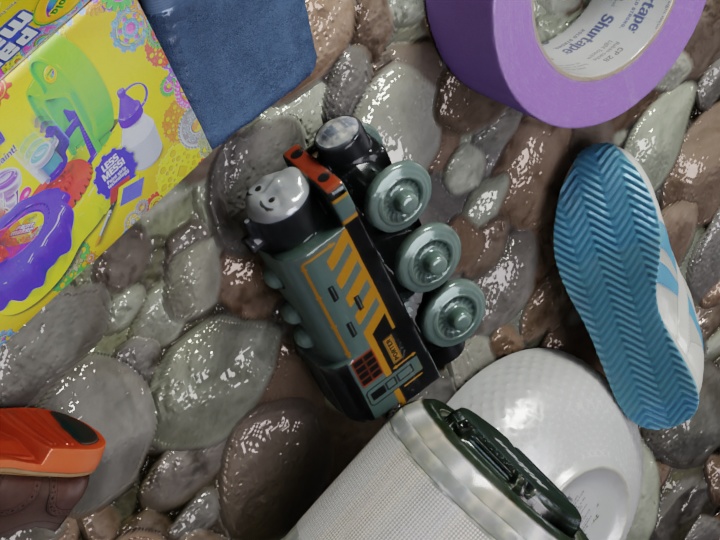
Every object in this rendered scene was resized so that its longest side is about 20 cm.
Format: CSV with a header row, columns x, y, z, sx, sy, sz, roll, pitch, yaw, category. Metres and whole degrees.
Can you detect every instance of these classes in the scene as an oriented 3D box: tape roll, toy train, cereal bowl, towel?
x,y,z,sx,sy,sz,roll,pitch,yaw,category
0.134,-0.194,1.695,0.199,0.065,0.202,-21,124,-35,tape roll
0.000,0.000,1.654,0.114,0.085,0.201,-37,132,-12,toy train
0.123,0.160,1.847,0.199,0.083,0.202,-22,125,-35,cereal bowl
-0.089,-0.174,1.501,0.111,0.048,0.201,-35,130,-26,towel

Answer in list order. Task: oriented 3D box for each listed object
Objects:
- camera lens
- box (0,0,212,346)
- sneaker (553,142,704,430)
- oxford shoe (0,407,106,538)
x,y,z,sx,sy,sz,roll,pitch,yaw,category
0.034,0.194,1.701,0.200,0.160,0.160,-48,137,6,camera lens
-0.218,-0.067,1.323,0.200,0.192,0.122,-43,134,-19,box
0.181,0.004,1.838,0.081,0.076,0.201,-67,144,-63,sneaker
-0.227,0.120,1.500,0.199,0.071,0.073,5,112,-45,oxford shoe
